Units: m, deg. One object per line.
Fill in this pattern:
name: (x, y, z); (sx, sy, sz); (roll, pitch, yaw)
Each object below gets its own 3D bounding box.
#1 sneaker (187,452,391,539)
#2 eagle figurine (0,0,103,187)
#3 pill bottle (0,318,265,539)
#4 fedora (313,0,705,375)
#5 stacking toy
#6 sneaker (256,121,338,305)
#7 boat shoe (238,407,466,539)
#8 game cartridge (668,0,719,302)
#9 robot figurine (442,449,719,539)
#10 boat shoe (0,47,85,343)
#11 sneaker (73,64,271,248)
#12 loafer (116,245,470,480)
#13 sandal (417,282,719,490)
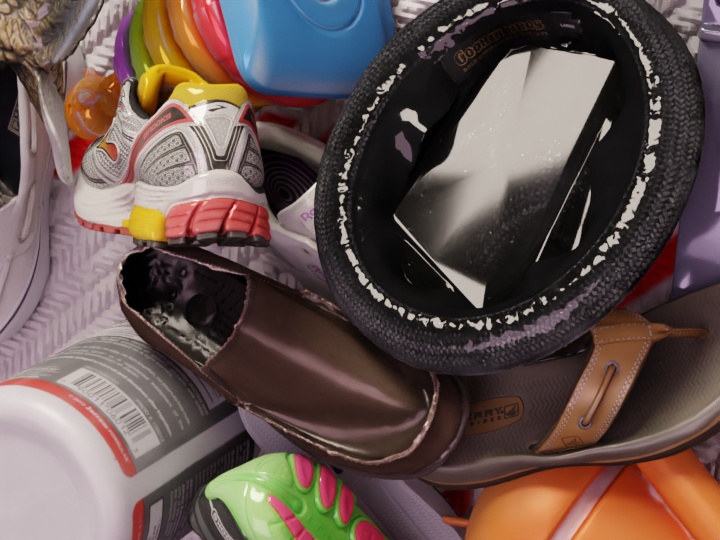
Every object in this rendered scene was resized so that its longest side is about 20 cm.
sneaker: (-0.016, 0.166, 1.023); (0.083, 0.077, 0.201); (-9, 126, 40)
eagle figurine: (-0.166, -0.158, 0.996); (0.200, 0.151, 0.152); (-49, 57, 2)
pill bottle: (-0.121, 0.089, 1.044); (0.115, 0.200, 0.117); (7, 107, 25)
fedora: (0.079, -0.038, 0.951); (0.199, 0.092, 0.202); (-8, 70, 24)
stacking toy: (-0.087, -0.112, 1.040); (0.199, 0.109, 0.117); (-25, 76, 41)
sneaker: (0.000, 0.000, 1.013); (0.200, 0.100, 0.075); (41, 86, 10)
boat shoe: (0.008, 0.110, 1.063); (0.072, 0.071, 0.201); (-26, 111, 17)
game cartridge: (0.214, -0.040, 0.936); (0.129, 0.038, 0.202); (13, 109, 28)
robot figurine: (0.135, 0.151, 0.982); (0.199, 0.144, 0.117); (35, 78, 15)
boat shoe: (-0.208, -0.042, 1.130); (0.072, 0.066, 0.201); (30, 115, 16)
sneaker: (-0.087, -0.057, 0.966); (0.200, 0.077, 0.083); (-169, 80, -67)
loafer: (-0.042, 0.042, 0.963); (0.199, 0.071, 0.074); (22, 87, 24)
sandal: (0.101, 0.048, 0.940); (0.199, 0.082, 0.055); (-14, 139, 23)
